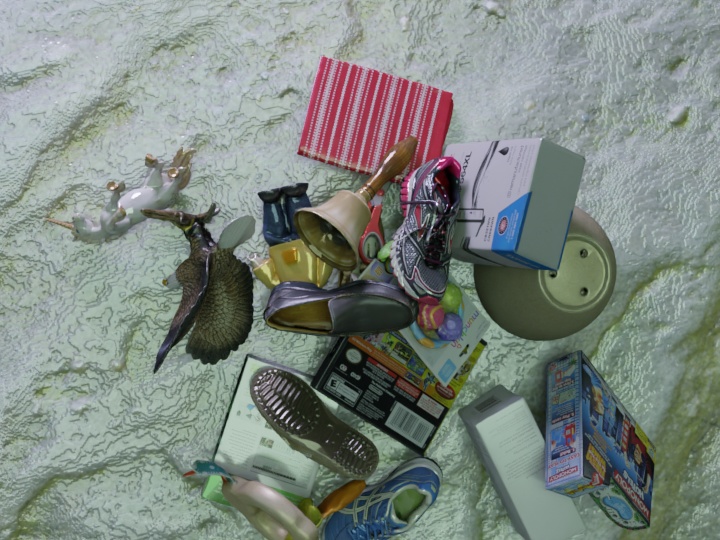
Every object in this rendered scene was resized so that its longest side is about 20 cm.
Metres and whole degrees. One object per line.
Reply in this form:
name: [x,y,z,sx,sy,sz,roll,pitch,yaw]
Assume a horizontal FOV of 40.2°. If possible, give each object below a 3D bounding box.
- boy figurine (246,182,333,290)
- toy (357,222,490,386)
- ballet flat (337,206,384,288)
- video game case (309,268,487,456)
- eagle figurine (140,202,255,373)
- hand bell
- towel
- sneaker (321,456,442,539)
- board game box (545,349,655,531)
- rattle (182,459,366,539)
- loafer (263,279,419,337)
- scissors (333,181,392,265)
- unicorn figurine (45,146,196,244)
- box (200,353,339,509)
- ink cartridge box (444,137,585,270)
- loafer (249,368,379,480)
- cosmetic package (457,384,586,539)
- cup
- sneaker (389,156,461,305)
boy figurine: [-0.091,-0.011,1.313,0.122,0.064,0.204,-8,94,5]
toy: [0.096,0.043,1.291,0.201,0.047,0.115,49,66,-18]
ballet flat: [0.000,0.000,1.330,0.067,0.063,0.204,3,91,-6]
video game case: [0.055,0.125,1.327,0.199,0.025,0.182,34,83,-25]
eagle figurine: [-0.207,0.023,1.276,0.149,0.151,0.204,-6,82,-21]
hand bell: [0.013,-0.106,1.275,0.104,0.104,0.201,43,66,-7]
towel: [0.024,-0.197,1.334,0.196,0.022,0.147,15,78,-8]
sneaker: [0.024,0.327,1.329,0.199,0.077,0.076,-40,97,10]
board game box: [0.313,0.248,1.318,0.061,0.201,0.201,-28,109,35]
rattle: [-0.113,0.272,1.290,0.199,0.131,0.144,33,76,18]
loafer: [-0.026,0.057,1.234,0.196,0.072,0.074,-2,113,13]
scissors: [0.016,-0.097,1.323,0.072,0.014,0.203,14,70,-1]
unicorn figurine: [-0.299,-0.085,1.266,0.197,0.137,0.075,-19,78,-20]
box: [-0.119,0.232,1.337,0.142,0.036,0.203,19,88,-8]
ink cartridge box: [0.180,-0.086,1.270,0.083,0.199,0.149,17,84,-31]
loafer: [-0.067,0.210,1.292,0.199,0.068,0.076,40,62,7]
cosmetic package: [0.218,0.271,1.345,0.080,0.113,0.202,-28,97,-5]
cup: [0.265,0.001,1.326,0.196,0.143,0.204,0,92,-8]
sneaker: [0.087,-0.053,1.243,0.080,0.074,0.203,18,61,-30]
